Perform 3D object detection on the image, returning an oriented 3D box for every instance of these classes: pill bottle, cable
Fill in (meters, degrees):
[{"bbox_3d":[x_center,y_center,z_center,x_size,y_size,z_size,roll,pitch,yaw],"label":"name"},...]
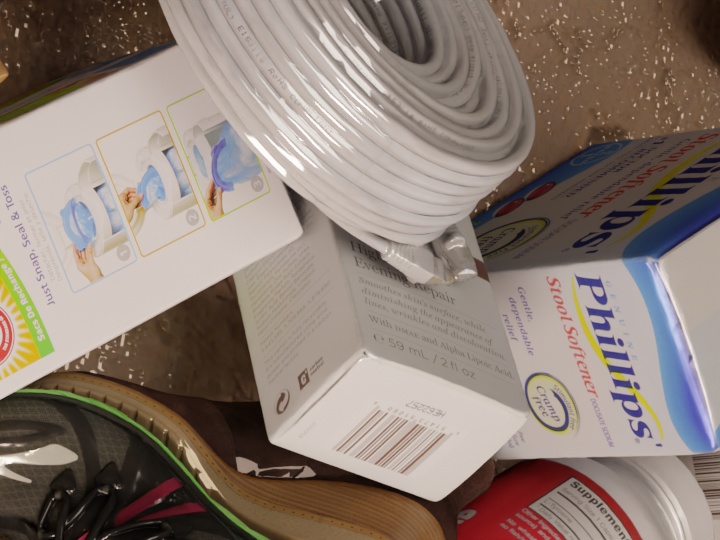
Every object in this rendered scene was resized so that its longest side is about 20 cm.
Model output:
[{"bbox_3d":[0.080,0.158,1.322,0.200,0.112,0.112,-29,104,-38],"label":"pill bottle"},{"bbox_3d":[-0.009,-0.107,1.174,0.200,0.069,0.200,29,37,-44],"label":"cable"}]

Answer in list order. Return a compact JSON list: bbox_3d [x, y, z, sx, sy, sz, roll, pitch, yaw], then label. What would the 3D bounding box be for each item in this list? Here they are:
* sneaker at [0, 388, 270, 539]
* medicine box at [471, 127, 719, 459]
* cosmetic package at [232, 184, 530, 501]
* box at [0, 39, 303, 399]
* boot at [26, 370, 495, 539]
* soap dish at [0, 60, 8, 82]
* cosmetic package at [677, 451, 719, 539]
[{"bbox_3d":[-0.098,0.116,1.135,0.200,0.084,0.077,31,104,5],"label":"sneaker"},{"bbox_3d":[0.143,0.008,1.332,0.182,0.200,0.103,-32,106,-37],"label":"medicine box"},{"bbox_3d":[0.000,0.000,1.232,0.102,0.074,0.200,22,37,-34],"label":"cosmetic package"},{"bbox_3d":[-0.143,-0.017,1.153,0.200,0.112,0.101,-30,103,-39],"label":"box"},{"bbox_3d":[-0.045,0.085,1.250,0.072,0.200,0.166,-66,171,23],"label":"boot"},{"bbox_3d":[-0.262,-0.086,1.046,0.200,0.081,0.157,-28,67,-38],"label":"soap dish"},{"bbox_3d":[0.267,0.103,1.502,0.200,0.085,0.108,-10,89,-39],"label":"cosmetic package"}]
